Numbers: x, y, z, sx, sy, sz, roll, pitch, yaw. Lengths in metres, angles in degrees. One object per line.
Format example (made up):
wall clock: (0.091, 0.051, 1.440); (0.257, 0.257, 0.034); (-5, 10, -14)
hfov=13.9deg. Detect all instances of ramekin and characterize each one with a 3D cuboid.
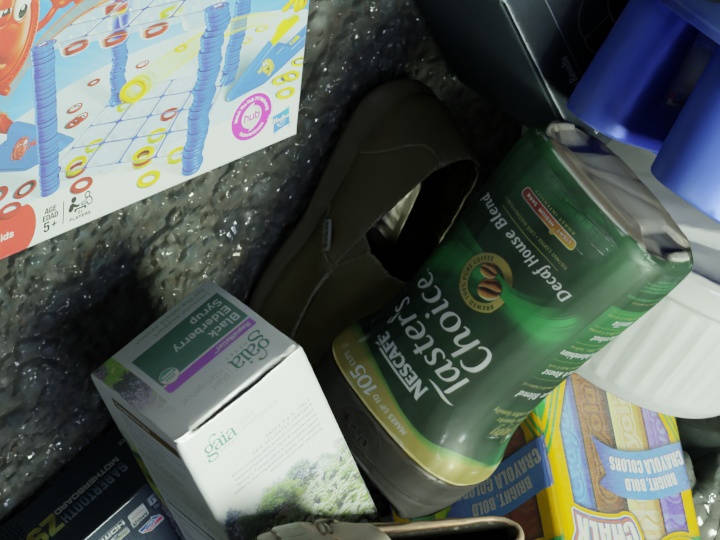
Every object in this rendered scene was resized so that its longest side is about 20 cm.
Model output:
ramekin: (0.158, -0.006, 1.583); (0.202, 0.202, 0.094); (3, 127, -44)

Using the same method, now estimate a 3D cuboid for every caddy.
caddy: (0.197, -0.078, 1.442); (0.200, 0.141, 0.105); (23, 104, -50)

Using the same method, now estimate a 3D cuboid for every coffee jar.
coffee jar: (0.064, 0.028, 1.464); (0.200, 0.104, 0.085); (-48, 161, 21)

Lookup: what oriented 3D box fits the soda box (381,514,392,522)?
soda box: (0.028, 0.237, 1.724); (0.071, 0.063, 0.200); (-17, 128, -36)

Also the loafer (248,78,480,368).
loafer: (0.000, 0.000, 1.530); (0.076, 0.067, 0.200); (4, 114, -44)

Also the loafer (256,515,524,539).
loafer: (0.005, 0.143, 1.430); (0.200, 0.072, 0.063); (6, 124, -51)

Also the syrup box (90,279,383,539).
syrup box: (-0.052, 0.107, 1.473); (0.079, 0.081, 0.200); (-39, 134, -16)

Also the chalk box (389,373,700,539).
chalk box: (0.102, 0.145, 1.607); (0.124, 0.201, 0.124); (7, 156, -45)

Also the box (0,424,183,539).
box: (-0.129, 0.175, 1.544); (0.200, 0.051, 0.158); (-41, 138, -14)

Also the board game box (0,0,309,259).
board game box: (-0.110, -0.124, 1.326); (0.200, 0.056, 0.196); (-26, 137, -36)

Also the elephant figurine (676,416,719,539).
elephant figurine: (0.149, 0.179, 1.754); (0.155, 0.142, 0.200); (12, 110, -20)

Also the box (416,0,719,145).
box: (0.126, -0.184, 1.489); (0.200, 0.107, 0.149); (-44, 139, -11)
